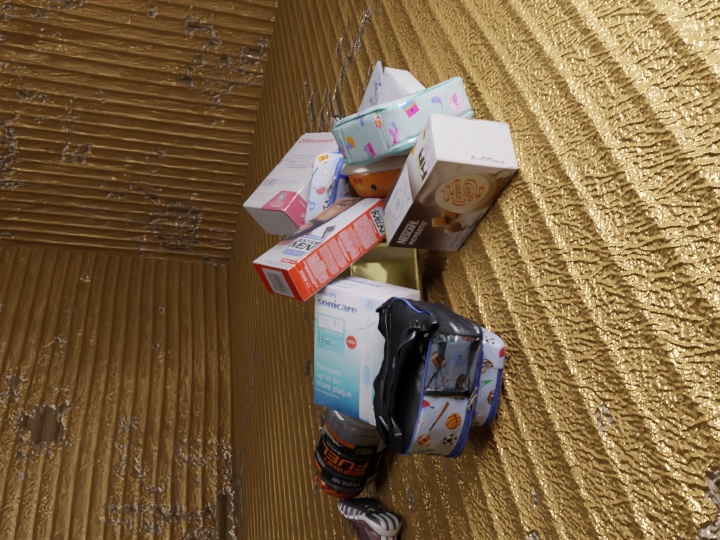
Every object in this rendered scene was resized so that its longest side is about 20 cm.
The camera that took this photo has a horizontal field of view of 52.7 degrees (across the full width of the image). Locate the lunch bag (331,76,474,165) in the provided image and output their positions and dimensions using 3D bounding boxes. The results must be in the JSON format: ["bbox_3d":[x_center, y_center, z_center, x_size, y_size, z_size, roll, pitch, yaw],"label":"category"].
[{"bbox_3d":[0.066,-0.218,1.079,0.200,0.160,0.077,-2,110,57],"label":"lunch bag"}]

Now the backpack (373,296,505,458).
[{"bbox_3d":[0.091,0.142,0.938,0.200,0.153,0.191,-146,70,-78],"label":"backpack"}]

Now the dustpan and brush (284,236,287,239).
[{"bbox_3d":[-0.084,-0.101,1.406,0.200,0.057,0.139,-47,22,-22],"label":"dustpan and brush"}]

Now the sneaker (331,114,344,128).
[{"bbox_3d":[-0.050,-0.236,1.580,0.078,0.085,0.201,-127,36,-79],"label":"sneaker"}]

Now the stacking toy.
[{"bbox_3d":[0.057,-0.098,1.220,0.146,0.146,0.201,-150,48,-72],"label":"stacking toy"}]

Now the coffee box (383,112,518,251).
[{"bbox_3d":[0.115,-0.113,0.992,0.200,0.114,0.080,120,150,-54],"label":"coffee box"}]

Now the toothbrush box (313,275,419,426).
[{"bbox_3d":[0.008,0.120,1.123,0.146,0.085,0.201,13,106,38],"label":"toothbrush box"}]

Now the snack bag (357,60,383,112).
[{"bbox_3d":[0.021,-0.315,1.531,0.189,0.021,0.201,116,154,-52],"label":"snack bag"}]

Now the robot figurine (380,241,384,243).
[{"bbox_3d":[0.000,0.000,1.323,0.200,0.144,0.058,102,153,-47],"label":"robot figurine"}]

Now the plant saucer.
[{"bbox_3d":[0.033,0.056,1.184,0.200,0.048,0.201,-2,93,42],"label":"plant saucer"}]

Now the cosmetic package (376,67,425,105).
[{"bbox_3d":[0.080,-0.287,1.269,0.200,0.050,0.083,-113,30,-57],"label":"cosmetic package"}]

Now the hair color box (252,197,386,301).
[{"bbox_3d":[-0.057,-0.039,1.146,0.111,0.200,0.064,9,131,53],"label":"hair color box"}]

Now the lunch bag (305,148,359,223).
[{"bbox_3d":[-0.017,-0.140,1.322,0.075,0.200,0.161,19,104,31],"label":"lunch bag"}]

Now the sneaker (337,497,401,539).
[{"bbox_3d":[0.010,0.464,1.254,0.200,0.075,0.116,165,106,-72],"label":"sneaker"}]

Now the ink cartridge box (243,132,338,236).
[{"bbox_3d":[-0.106,-0.165,1.389,0.146,0.083,0.200,11,58,50],"label":"ink cartridge box"}]

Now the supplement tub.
[{"bbox_3d":[-0.013,0.304,1.290,0.123,0.122,0.201,-108,28,-53],"label":"supplement tub"}]
